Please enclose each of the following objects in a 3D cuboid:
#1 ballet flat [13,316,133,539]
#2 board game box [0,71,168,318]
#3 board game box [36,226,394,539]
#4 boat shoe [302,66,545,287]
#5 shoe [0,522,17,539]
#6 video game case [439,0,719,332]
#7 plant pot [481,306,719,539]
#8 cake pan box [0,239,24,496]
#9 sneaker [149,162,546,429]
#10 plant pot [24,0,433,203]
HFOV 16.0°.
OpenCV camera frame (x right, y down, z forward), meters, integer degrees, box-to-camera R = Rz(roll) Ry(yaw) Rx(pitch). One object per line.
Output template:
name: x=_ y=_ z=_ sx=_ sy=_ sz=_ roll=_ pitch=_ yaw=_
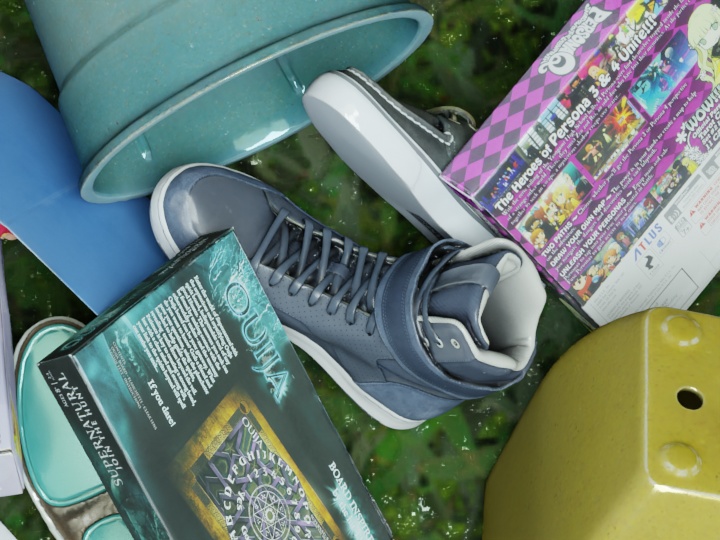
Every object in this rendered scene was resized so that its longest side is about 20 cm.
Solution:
ballet flat: x=-0.136 y=0.123 z=1.361 sx=0.069 sy=0.069 sz=0.200 roll=-21 pitch=85 yaw=-4
board game box: x=-0.166 y=-0.028 z=1.326 sx=0.200 sy=0.158 sz=0.039 roll=44 pitch=109 yaw=1
board game box: x=-0.064 y=0.096 z=1.269 sx=0.135 sy=0.028 sz=0.200 roll=-40 pitch=109 yaw=-45
boat shoe: x=0.043 y=-0.053 z=1.343 sx=0.057 sy=0.069 sz=0.200 roll=-54 pitch=132 yaw=-7
shoe: x=-0.223 y=0.162 z=1.349 sx=0.091 sy=0.071 sz=0.200 roll=-43 pitch=96 yaw=-9
video game case: x=0.157 y=-0.072 z=1.350 sx=0.200 sy=0.036 sz=0.181 roll=-51 pitch=133 yaw=-4
plant pot: x=0.171 y=0.129 z=1.277 sx=0.195 sy=0.200 sz=0.194 roll=10 pitch=46 yaw=-3
cake pan box: x=-0.279 y=0.040 z=1.318 sx=0.200 sy=0.052 sz=0.184 roll=-9 pitch=55 yaw=-5
sneaker: x=0.001 y=-0.001 z=1.311 sx=0.202 sy=0.146 sz=0.077 roll=36 pitch=62 yaw=-20
plant pot: x=-0.097 y=-0.166 z=1.317 sx=0.200 sy=0.200 sz=0.196 roll=-28 pitch=83 yaw=-4
